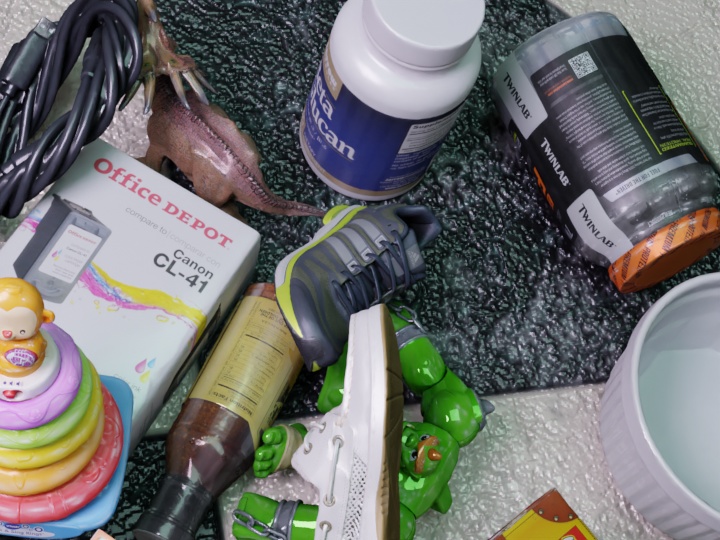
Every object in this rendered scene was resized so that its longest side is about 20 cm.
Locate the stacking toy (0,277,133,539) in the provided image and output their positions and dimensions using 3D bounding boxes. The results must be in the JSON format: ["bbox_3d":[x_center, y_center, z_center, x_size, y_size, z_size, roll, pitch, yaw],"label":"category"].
[{"bbox_3d":[-0.189,0.064,0.782,0.116,0.200,0.110,8,57,-5],"label":"stacking toy"}]

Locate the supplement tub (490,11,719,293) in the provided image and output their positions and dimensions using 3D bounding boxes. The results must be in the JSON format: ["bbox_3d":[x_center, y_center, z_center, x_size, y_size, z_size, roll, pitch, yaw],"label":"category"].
[{"bbox_3d":[0.197,-0.091,1.093,0.122,0.123,0.200,-20,71,-21],"label":"supplement tub"}]

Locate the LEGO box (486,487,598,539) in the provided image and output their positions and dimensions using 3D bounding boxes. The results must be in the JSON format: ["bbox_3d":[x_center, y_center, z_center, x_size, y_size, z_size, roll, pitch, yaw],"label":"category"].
[{"bbox_3d":[0.139,0.259,0.900,0.077,0.149,0.200,-34,78,-25],"label":"LEGO box"}]

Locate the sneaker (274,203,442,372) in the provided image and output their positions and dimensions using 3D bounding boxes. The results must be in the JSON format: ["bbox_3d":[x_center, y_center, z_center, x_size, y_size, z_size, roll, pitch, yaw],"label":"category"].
[{"bbox_3d":[0.000,0.000,0.976,0.074,0.081,0.200,64,26,-22],"label":"sneaker"}]

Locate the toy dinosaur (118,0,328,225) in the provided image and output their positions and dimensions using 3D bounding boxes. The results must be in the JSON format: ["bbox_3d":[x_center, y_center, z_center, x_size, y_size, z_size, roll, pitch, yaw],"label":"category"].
[{"bbox_3d":[-0.113,-0.094,1.010,0.200,0.136,0.086,38,63,5],"label":"toy dinosaur"}]

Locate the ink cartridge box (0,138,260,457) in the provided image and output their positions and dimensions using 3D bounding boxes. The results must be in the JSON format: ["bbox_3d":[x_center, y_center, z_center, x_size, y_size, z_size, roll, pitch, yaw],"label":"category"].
[{"bbox_3d":[-0.183,0.029,0.965,0.147,0.086,0.200,31,64,2],"label":"ink cartridge box"}]

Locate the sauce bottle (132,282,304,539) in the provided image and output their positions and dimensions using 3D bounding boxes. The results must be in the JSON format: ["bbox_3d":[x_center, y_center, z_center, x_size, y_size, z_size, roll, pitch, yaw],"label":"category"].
[{"bbox_3d":[-0.094,0.103,0.965,0.066,0.066,0.200,28,64,0],"label":"sauce bottle"}]

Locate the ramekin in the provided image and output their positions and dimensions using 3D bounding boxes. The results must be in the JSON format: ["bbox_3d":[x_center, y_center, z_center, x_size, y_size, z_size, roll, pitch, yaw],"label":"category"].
[{"bbox_3d":[0.272,0.111,1.027,0.200,0.105,0.201,6,65,-12],"label":"ramekin"}]

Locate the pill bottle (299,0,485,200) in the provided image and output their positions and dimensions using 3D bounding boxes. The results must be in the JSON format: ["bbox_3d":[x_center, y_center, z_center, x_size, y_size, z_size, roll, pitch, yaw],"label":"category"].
[{"bbox_3d":[0.025,-0.143,1.031,0.111,0.200,0.111,5,64,-11],"label":"pill bottle"}]

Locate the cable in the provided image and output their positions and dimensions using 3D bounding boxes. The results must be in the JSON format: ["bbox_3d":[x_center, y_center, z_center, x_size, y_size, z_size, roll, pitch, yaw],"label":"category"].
[{"bbox_3d":[-0.217,-0.107,0.978,0.051,0.163,0.200,37,68,-36],"label":"cable"}]

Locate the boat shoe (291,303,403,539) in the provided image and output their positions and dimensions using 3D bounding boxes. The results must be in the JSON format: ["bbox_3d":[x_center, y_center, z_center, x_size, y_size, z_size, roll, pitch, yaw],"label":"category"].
[{"bbox_3d":[-0.011,0.120,0.883,0.069,0.071,0.200,2,85,12],"label":"boat shoe"}]

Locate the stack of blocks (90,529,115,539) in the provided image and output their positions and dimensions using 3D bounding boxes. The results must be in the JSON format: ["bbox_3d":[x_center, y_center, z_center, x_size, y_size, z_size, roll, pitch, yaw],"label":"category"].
[{"bbox_3d":[-0.196,0.264,0.834,0.059,0.115,0.200,34,63,4],"label":"stack of blocks"}]

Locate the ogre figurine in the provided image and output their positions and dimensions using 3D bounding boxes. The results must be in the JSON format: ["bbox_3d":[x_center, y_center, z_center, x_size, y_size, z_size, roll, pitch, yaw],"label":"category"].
[{"bbox_3d":[0.011,0.121,0.969,0.120,0.098,0.200,26,45,19],"label":"ogre figurine"}]
